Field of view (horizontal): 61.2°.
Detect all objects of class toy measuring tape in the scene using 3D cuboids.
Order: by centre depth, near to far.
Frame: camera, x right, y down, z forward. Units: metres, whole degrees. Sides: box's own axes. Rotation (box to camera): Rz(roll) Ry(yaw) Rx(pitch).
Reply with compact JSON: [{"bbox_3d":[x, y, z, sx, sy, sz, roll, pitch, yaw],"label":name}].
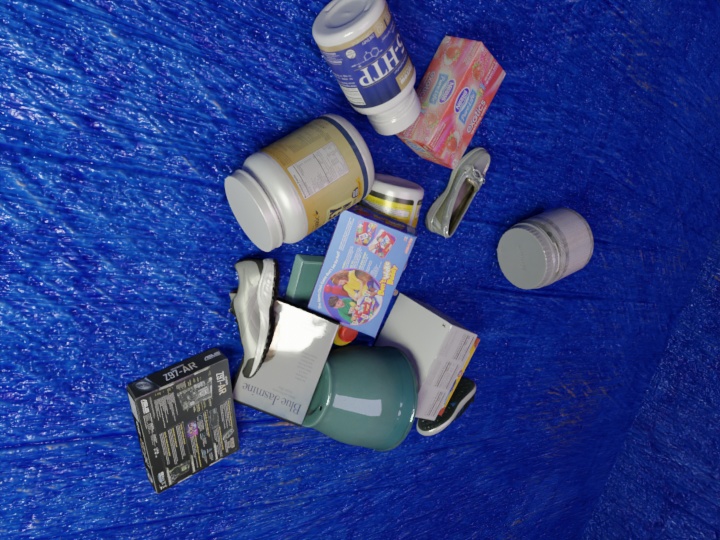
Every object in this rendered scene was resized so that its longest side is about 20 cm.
[{"bbox_3d":[-0.008,0.093,1.174,0.197,0.073,0.075,-23,126,-32],"label":"toy measuring tape"}]

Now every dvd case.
[{"bbox_3d":[-0.135,0.158,1.063,0.140,0.018,0.204,21,99,-5],"label":"dvd case"}]

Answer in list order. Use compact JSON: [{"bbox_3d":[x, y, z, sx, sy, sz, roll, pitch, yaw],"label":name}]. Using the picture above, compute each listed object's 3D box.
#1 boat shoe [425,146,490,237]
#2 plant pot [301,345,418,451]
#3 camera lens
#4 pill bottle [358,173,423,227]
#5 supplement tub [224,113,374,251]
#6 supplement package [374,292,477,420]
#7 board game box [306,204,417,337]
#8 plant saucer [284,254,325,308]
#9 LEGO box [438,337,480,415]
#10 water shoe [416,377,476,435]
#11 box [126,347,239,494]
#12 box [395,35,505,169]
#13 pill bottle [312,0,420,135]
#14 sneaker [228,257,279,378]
[{"bbox_3d":[0.211,-0.159,1.246,0.203,0.064,0.074,-54,136,-7],"label":"boat shoe"},{"bbox_3d":[-0.024,0.232,1.155,0.185,0.199,0.204,15,101,-35],"label":"plant pot"},{"bbox_3d":[0.443,-0.054,1.449,0.197,0.159,0.163,-20,124,-34],"label":"camera lens"},{"bbox_3d":[0.040,-0.063,1.104,0.111,0.112,0.204,-2,113,-41],"label":"pill bottle"},{"bbox_3d":[-0.091,-0.132,0.922,0.198,0.143,0.147,-35,131,-24],"label":"supplement tub"},{"bbox_3d":[0.118,0.179,1.272,0.110,0.155,0.203,23,96,-48],"label":"supplement package"},{"bbox_3d":[0.000,0.000,1.044,0.132,0.045,0.203,20,114,-4],"label":"board game box"},{"bbox_3d":[-0.110,0.071,1.103,0.069,0.019,0.204,3,108,-44],"label":"plant saucer"},{"bbox_3d":[0.168,0.216,1.394,0.148,0.077,0.203,23,95,-46],"label":"LEGO box"},{"bbox_3d":[0.223,0.357,1.525,0.199,0.071,0.080,-36,134,-23],"label":"water shoe"},{"bbox_3d":[-0.288,0.248,1.011,0.158,0.043,0.204,-23,125,-33],"label":"box"},{"bbox_3d":[0.162,-0.304,1.103,0.102,0.094,0.203,28,92,-46],"label":"box"},{"bbox_3d":[0.020,-0.317,0.948,0.120,0.119,0.201,-48,136,-11],"label":"pill bottle"},{"bbox_3d":[-0.179,0.076,1.001,0.077,0.074,0.205,7,100,-1],"label":"sneaker"}]
